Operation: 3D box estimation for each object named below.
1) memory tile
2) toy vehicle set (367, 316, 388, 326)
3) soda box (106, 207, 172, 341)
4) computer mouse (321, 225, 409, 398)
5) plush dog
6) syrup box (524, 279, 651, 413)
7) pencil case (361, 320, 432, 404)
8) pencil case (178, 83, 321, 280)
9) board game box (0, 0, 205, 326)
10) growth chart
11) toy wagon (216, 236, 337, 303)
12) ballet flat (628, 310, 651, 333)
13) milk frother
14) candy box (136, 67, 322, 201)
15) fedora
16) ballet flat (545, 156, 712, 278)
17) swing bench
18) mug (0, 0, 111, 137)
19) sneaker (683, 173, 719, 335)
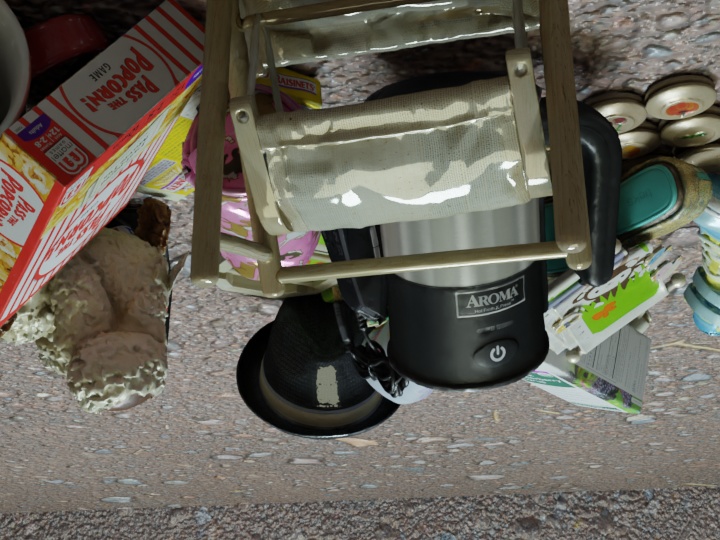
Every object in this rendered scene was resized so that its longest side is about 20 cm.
[{"bbox_3d":[0.186,-0.094,0.841,0.199,0.017,0.153,-11,159,23],"label":"memory tile"},{"bbox_3d":[0.099,0.003,1.027,0.198,0.027,0.124,-12,161,-7],"label":"toy vehicle set"},{"bbox_3d":[-0.214,0.011,1.010,0.063,0.071,0.200,4,159,-5],"label":"soda box"},{"bbox_3d":[0.000,0.000,0.886,0.046,0.201,0.140,-19,-176,-12],"label":"computer mouse"},{"bbox_3d":[-0.239,0.009,0.818,0.171,0.162,0.200,12,-177,-28],"label":"plush dog"},{"bbox_3d":[0.200,0.074,1.041,0.078,0.082,0.199,1,163,42],"label":"syrup box"},{"bbox_3d":[0.071,0.051,0.966,0.083,0.091,0.200,37,148,-3],"label":"pencil case"},{"bbox_3d":[-0.071,-0.054,0.756,0.086,0.083,0.200,21,165,7],"label":"pencil case"},{"bbox_3d":[-0.179,-0.060,0.670,0.046,0.152,0.200,41,141,-5],"label":"board game box"},{"bbox_3d":[0.194,0.024,0.879,0.145,0.018,0.200,-41,153,17],"label":"growth chart"},{"bbox_3d":[-0.057,-0.015,1.005,0.154,0.040,0.200,10,156,-31],"label":"toy wagon"},{"bbox_3d":[0.264,0.032,1.110,0.071,0.069,0.200,36,176,29],"label":"ballet flat"},{"bbox_3d":[0.068,-0.050,0.770,0.180,0.189,0.200,-22,-149,-28],"label":"milk frother"},{"bbox_3d":[-0.126,-0.101,0.774,0.102,0.027,0.199,10,158,-38],"label":"candy box"},{"bbox_3d":[-0.040,0.078,1.106,0.199,0.201,0.092,-1,124,-4],"label":"fedora"},{"bbox_3d":[0.203,-0.040,0.885,0.070,0.071,0.200,12,157,-34],"label":"ballet flat"},{"bbox_3d":[0.016,-0.096,0.577,0.197,0.202,0.130,-5,175,12],"label":"swing bench"},{"bbox_3d":[-0.248,-0.082,0.669,0.176,0.135,0.200,5,163,-14],"label":"mug"},{"bbox_3d":[0.317,-0.003,0.931,0.199,0.080,0.131,15,117,-43],"label":"sneaker"}]
